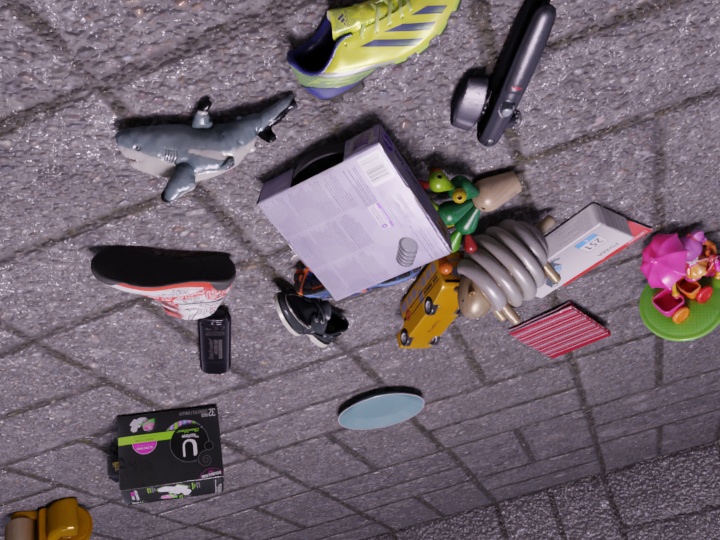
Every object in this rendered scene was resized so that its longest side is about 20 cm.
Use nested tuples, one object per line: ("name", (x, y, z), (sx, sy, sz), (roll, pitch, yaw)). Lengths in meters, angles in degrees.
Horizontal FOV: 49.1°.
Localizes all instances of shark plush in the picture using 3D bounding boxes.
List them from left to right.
("shark plush", (-0.166, -0.147, 0.874), (0.197, 0.091, 0.084), (-15, 120, 13))

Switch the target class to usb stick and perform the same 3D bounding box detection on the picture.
("usb stick", (-0.245, 0.122, 1.327), (0.055, 0.033, 0.201), (1, 148, -9))

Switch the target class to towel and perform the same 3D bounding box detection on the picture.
("towel", (0.403, 0.123, 1.586), (0.144, 0.023, 0.199), (-28, 145, 29))

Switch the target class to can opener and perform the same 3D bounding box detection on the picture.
("can opener", (0.167, -0.217, 0.879), (0.078, 0.064, 0.201), (0, 148, -20))

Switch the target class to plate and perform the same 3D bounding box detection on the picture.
("plate", (0.045, 0.307, 1.756), (0.197, 0.026, 0.201), (-10, 149, -6))

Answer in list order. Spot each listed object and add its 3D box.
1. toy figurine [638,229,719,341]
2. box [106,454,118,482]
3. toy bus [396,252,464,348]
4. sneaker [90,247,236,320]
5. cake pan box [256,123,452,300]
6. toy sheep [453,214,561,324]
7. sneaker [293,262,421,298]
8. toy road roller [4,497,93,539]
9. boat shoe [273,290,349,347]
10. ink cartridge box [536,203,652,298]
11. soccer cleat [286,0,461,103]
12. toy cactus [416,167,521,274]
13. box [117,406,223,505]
("toy figurine", (0.558, -0.003, 1.350), (0.199, 0.150, 0.184), (-39, 137, 2))
("box", (-0.439, 0.418, 1.706), (0.197, 0.047, 0.159), (-5, 162, -13))
("toy bus", (0.119, 0.057, 1.307), (0.064, 0.079, 0.201), (0, 148, -22))
("sneaker", (-0.283, 0.026, 1.113), (0.199, 0.068, 0.108), (1, 145, -28))
("cake pan box", (-0.007, -0.068, 1.005), (0.183, 0.053, 0.200), (-25, 124, 22))
("toy sheep", (0.221, -0.007, 1.183), (0.200, 0.138, 0.138), (-45, 151, -10))
("sneaker", (0.000, 0.000, 1.178), (0.197, 0.076, 0.078), (-8, 165, 23))
("toy road roller", (-0.750, 0.623, 1.900), (0.198, 0.124, 0.147), (3, 132, -26))
("boat shoe", (-0.073, 0.072, 1.266), (0.065, 0.075, 0.199), (-23, 149, 13))
("ink cartridge box", (0.365, -0.020, 1.307), (0.175, 0.045, 0.200), (14, 141, -36))
("soccer cleat", (0.012, -0.241, 0.781), (0.199, 0.065, 0.083), (-30, 139, 27))
("toy cactus", (0.144, -0.084, 1.083), (0.163, 0.103, 0.201), (-25, 141, 2))
("box", (-0.379, 0.371, 1.577), (0.197, 0.150, 0.125), (-5, 151, -14))
